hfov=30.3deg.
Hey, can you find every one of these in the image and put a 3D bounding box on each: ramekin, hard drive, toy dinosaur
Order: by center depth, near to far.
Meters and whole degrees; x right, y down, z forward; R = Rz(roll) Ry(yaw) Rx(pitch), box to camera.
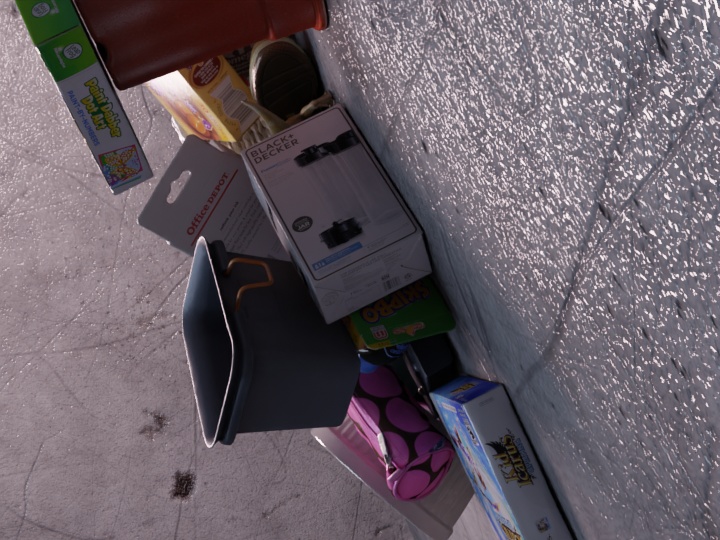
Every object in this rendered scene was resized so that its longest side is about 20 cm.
[{"bbox_3d":[-0.067,-0.137,1.370,0.059,0.101,0.200,63,175,10],"label":"toy dinosaur"},{"bbox_3d":[0.047,0.049,1.430,0.135,0.042,0.201,75,169,-61],"label":"hard drive"},{"bbox_3d":[0.050,0.208,1.518,0.200,0.105,0.200,40,176,4],"label":"ramekin"}]

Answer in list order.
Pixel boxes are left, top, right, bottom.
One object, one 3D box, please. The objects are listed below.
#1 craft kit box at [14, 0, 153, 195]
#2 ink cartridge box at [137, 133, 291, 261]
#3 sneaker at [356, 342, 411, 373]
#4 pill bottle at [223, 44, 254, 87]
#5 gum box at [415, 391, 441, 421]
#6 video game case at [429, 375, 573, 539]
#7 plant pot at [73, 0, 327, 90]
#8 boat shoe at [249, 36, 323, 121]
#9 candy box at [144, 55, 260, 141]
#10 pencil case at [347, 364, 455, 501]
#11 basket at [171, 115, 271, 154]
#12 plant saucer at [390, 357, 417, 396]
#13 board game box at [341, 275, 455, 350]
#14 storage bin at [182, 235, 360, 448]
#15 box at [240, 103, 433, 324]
[{"bbox_3d":[-0.253,-0.198,1.136,0.201,0.048,0.198,61,176,32],"label":"craft kit box"},{"bbox_3d":[-0.132,-0.058,1.417,0.199,0.116,0.067,30,-174,-24],"label":"ink cartridge box"},{"bbox_3d":[0.000,0.000,1.352,0.070,0.078,0.201,-4,-114,-48],"label":"sneaker"},{"bbox_3d":[-0.156,-0.293,1.463,0.111,0.110,0.200,61,174,30],"label":"pill bottle"},{"bbox_3d":[0.072,0.205,1.770,0.201,0.066,0.114,63,176,8],"label":"gum box"},{"bbox_3d":[0.134,0.193,1.250,0.182,0.045,0.200,64,175,0],"label":"video game case"},{"bbox_3d":[-0.159,-0.266,1.172,0.201,0.194,0.202,90,154,-78],"label":"plant pot"},{"bbox_3d":[-0.082,-0.203,1.427,0.200,0.071,0.077,75,180,-63],"label":"boat shoe"},{"bbox_3d":[-0.203,-0.230,1.435,0.200,0.057,0.116,49,161,-29],"label":"candy box"},{"bbox_3d":[0.014,0.144,1.393,0.200,0.093,0.091,48,125,33],"label":"pencil case"},{"bbox_3d":[-0.104,-0.099,1.595,0.199,0.160,0.200,61,175,29],"label":"basket"},{"bbox_3d":[0.016,0.062,1.478,0.200,0.019,0.070,55,-173,-43],"label":"plant saucer"},{"bbox_3d":[0.010,0.000,1.289,0.030,0.095,0.201,98,151,-43],"label":"board game box"},{"bbox_3d":[-0.084,0.060,1.269,0.201,0.133,0.146,-114,33,-49],"label":"storage bin"},{"bbox_3d":[-0.026,-0.058,1.267,0.060,0.116,0.201,70,173,-50],"label":"box"}]
